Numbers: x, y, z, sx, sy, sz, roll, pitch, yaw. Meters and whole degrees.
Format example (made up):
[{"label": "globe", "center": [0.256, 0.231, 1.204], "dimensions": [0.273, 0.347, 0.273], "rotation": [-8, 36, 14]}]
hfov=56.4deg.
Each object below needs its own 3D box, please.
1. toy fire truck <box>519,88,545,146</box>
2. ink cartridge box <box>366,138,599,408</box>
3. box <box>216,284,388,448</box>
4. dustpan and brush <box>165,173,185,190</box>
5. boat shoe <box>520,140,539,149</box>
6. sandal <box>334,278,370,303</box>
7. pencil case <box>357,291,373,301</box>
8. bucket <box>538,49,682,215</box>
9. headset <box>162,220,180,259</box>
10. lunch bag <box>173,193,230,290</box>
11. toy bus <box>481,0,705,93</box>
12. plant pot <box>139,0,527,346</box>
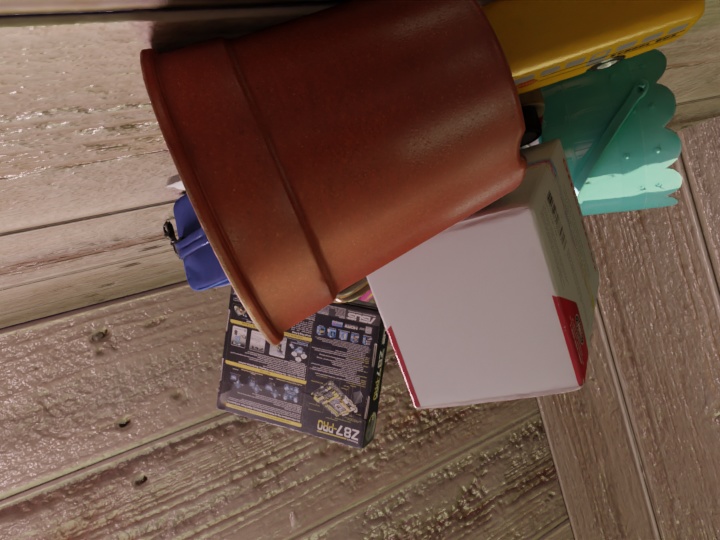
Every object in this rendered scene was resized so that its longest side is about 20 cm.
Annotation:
[{"label": "toy fire truck", "center": [0.091, -0.154, 0.700], "dimensions": [0.173, 0.131, 0.200], "rotation": [-16, 170, 10]}, {"label": "ink cartridge box", "center": [0.115, -0.004, 0.580], "dimensions": [0.142, 0.148, 0.200], "rotation": [-14, -164, 28]}, {"label": "box", "center": [-0.069, 0.105, 0.798], "dimensions": [0.196, 0.165, 0.049], "rotation": [10, -176, 19]}, {"label": "dustpan and brush", "center": [-0.104, -0.125, 0.732], "dimensions": [0.137, 0.058, 0.199], "rotation": [-16, 173, 25]}, {"label": "boat shoe", "center": [0.248, -0.166, 0.919], "dimensions": [0.065, 0.203, 0.074], "rotation": [7, -150, 6]}, {"label": "sandal", "center": [0.015, -0.053, 0.723], "dimensions": [0.080, 0.054, 0.201], "rotation": [8, -122, 54]}, {"label": "pencil case", "center": [0.000, 0.000, 0.901], "dimensions": [0.199, 0.089, 0.088], "rotation": [-35, -171, -28]}, {"label": "bucket", "center": [0.271, -0.157, 0.765], "dimensions": [0.132, 0.212, 0.207], "rotation": [-11, -179, 16]}, {"label": "headset", "center": [-0.221, -0.085, 1.097], "dimensions": [0.198, 0.095, 0.124], "rotation": [-32, 176, -2]}, {"label": "lunch bag", "center": [-0.169, -0.053, 0.890], "dimensions": [0.131, 0.139, 0.198], "rotation": [-10, 175, -40]}, {"label": "toy bus", "center": [0.157, -0.190, 0.539], "dimensions": [0.196, 0.066, 0.078], "rotation": [-16, 179, 8]}, {"label": "plant pot", "center": [-0.009, -0.085, 0.444], "dimensions": [0.192, 0.204, 0.201], "rotation": [-24, 180, -3]}]
